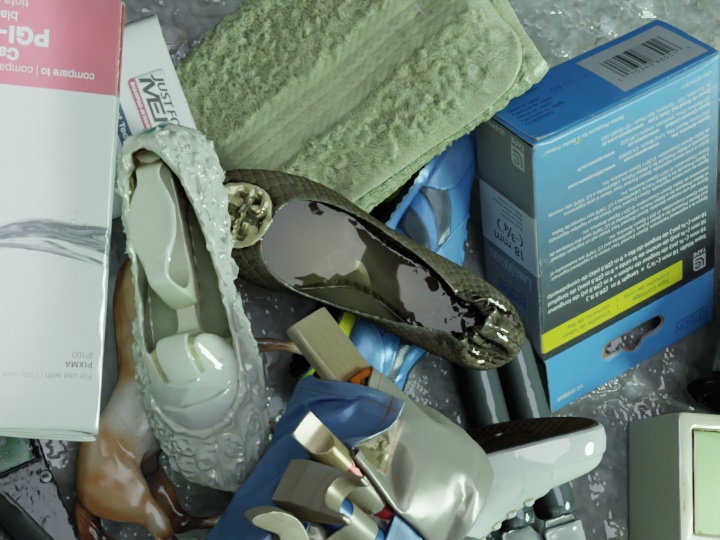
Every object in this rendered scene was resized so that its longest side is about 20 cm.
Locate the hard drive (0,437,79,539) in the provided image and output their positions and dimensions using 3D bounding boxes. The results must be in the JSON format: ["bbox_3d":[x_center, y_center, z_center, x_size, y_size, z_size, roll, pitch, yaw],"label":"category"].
[{"bbox_3d":[-0.210,0.175,0.835,0.139,0.038,0.201,-23,89,-23],"label":"hard drive"}]

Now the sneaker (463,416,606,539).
[{"bbox_3d":[0.050,0.143,0.903,0.199,0.073,0.085,-19,95,7],"label":"sneaker"}]

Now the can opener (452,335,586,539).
[{"bbox_3d":[0.107,0.134,0.949,0.052,0.066,0.201,-12,79,-20],"label":"can opener"}]

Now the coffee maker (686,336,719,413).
[{"bbox_3d":[0.318,0.016,1.027,0.192,0.134,0.201,35,68,-43],"label":"coffee maker"}]

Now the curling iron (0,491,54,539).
[{"bbox_3d":[-0.130,0.182,0.779,0.050,0.026,0.200,-37,64,-7],"label":"curling iron"}]

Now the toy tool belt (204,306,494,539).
[{"bbox_3d":[-0.030,0.126,0.783,0.123,0.125,0.200,45,55,-23],"label":"toy tool belt"}]

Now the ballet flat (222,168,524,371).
[{"bbox_3d":[0.000,0.000,0.874,0.199,0.046,0.068,27,87,-4],"label":"ballet flat"}]

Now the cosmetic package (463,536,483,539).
[{"bbox_3d":[0.075,0.287,0.823,0.199,0.123,0.200,-46,126,-29],"label":"cosmetic package"}]

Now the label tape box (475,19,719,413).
[{"bbox_3d":[0.147,-0.032,0.979,0.144,0.063,0.201,-26,130,-23],"label":"label tape box"}]

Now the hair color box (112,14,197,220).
[{"bbox_3d":[-0.191,-0.059,0.868,0.199,0.060,0.100,-22,98,-22],"label":"hair color box"}]

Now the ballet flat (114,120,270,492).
[{"bbox_3d":[-0.096,0.020,0.828,0.071,0.072,0.201,-10,85,-22],"label":"ballet flat"}]

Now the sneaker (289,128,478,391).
[{"bbox_3d":[0.034,-0.002,0.946,0.078,0.066,0.201,31,73,-15],"label":"sneaker"}]

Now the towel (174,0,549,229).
[{"bbox_3d":[-0.009,-0.112,0.905,0.200,0.036,0.149,-38,86,16],"label":"towel"}]

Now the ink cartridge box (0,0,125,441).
[{"bbox_3d":[-0.173,-0.025,0.762,0.082,0.146,0.201,4,88,-23],"label":"ink cartridge box"}]

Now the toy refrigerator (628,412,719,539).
[{"bbox_3d":[0.212,0.191,0.971,0.076,0.070,0.201,6,77,-19],"label":"toy refrigerator"}]

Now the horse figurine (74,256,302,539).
[{"bbox_3d":[-0.103,0.091,0.878,0.132,0.050,0.201,23,80,0],"label":"horse figurine"}]
